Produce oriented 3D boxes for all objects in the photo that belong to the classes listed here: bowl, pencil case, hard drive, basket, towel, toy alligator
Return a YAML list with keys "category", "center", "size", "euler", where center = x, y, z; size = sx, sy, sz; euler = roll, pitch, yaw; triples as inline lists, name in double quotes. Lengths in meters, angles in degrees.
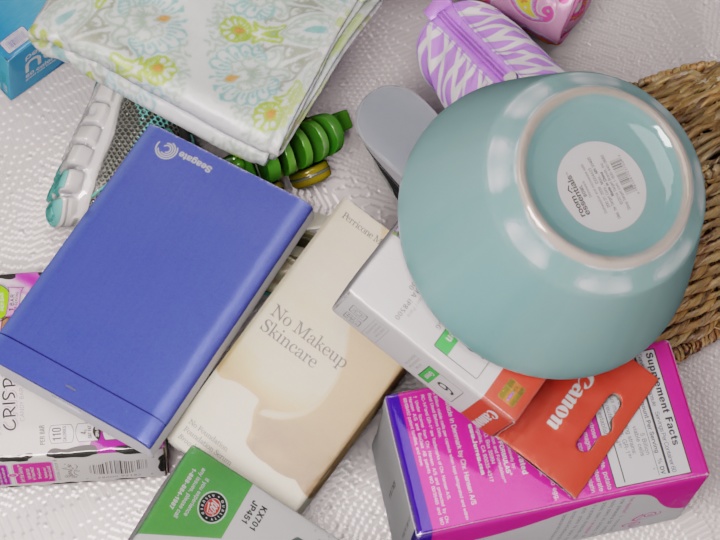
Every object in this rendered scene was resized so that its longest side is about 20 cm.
- category: "bowl"
  center: [0.132, -0.043, 1.366]
  size: [0.200, 0.105, 0.201]
  euler: [5, 71, -15]
- category: "pencil case"
  center: [0.100, -0.125, 1.542]
  size: [0.084, 0.200, 0.085]
  euler: [-45, 118, 5]
- category: "hard drive"
  center: [-0.138, 0.010, 1.468]
  size: [0.132, 0.025, 0.200]
  euler: [27, 67, 16]
- category: "basket"
  center: [0.216, -0.040, 1.581]
  size: [0.200, 0.149, 0.143]
  euler: [-28, 39, -16]
- category: "towel"
  center: [-0.104, -0.182, 1.545]
  size: [0.200, 0.048, 0.171]
  euler: [28, 62, 4]
- category: "toy alligator"
  center: [-0.075, -0.073, 1.550]
  size: [0.200, 0.054, 0.059]
  euler: [-26, 101, -31]
- category: "pencil case"
  center: [0.080, -0.241, 1.643]
  size: [0.200, 0.087, 0.088]
  euler: [26, 67, 8]

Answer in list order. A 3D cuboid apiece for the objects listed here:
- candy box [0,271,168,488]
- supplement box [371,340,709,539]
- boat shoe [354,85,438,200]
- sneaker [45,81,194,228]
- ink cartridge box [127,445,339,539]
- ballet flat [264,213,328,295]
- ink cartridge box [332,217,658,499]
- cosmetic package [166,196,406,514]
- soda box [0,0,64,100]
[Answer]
- category: "candy box"
  center: [-0.232, 0.073, 1.489]
  size: [0.199, 0.061, 0.137]
  euler: [-5, 65, -5]
- category: "supplement box"
  center: [0.117, 0.126, 1.479]
  size: [0.199, 0.101, 0.104]
  euler: [-9, 68, -10]
- category: "boat shoe"
  center: [0.065, -0.042, 1.561]
  size: [0.074, 0.068, 0.199]
  euler: [-40, 66, -10]
- category: "sneaker"
  center: [-0.152, -0.104, 1.581]
  size: [0.091, 0.078, 0.200]
  euler: [25, 69, -12]
- category: "ink cartridge box"
  center: [-0.066, 0.230, 1.397]
  size: [0.200, 0.083, 0.147]
  euler: [33, 56, -4]
- category: "ballet flat"
  center: [0.000, 0.000, 1.535]
  size: [0.199, 0.063, 0.067]
  euler: [13, 26, 1]
- category: "ink cartridge box"
  center: [0.094, 0.041, 1.411]
  size: [0.200, 0.050, 0.109]
  euler: [38, 68, -1]
- category: "cosmetic package"
  center: [-0.028, 0.062, 1.474]
  size: [0.105, 0.071, 0.200]
  euler: [35, 88, 5]
- category: "soda box"
  center: [-0.197, -0.215, 1.616]
  size: [0.200, 0.068, 0.064]
  euler: [-38, 77, -19]
